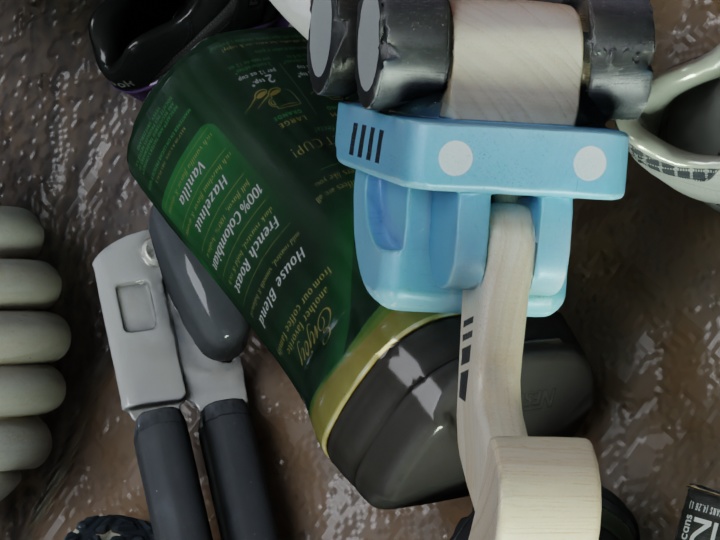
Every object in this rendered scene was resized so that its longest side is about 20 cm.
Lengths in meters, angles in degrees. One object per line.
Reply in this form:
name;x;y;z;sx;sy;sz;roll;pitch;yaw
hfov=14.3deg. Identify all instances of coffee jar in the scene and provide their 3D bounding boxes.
coffee jar;0.000;0.000;1.105;0.200;0.104;0.085;54;128;30

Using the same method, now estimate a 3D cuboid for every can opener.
can opener;-0.064;0.065;1.148;0.053;0.067;0.201;-8;65;-14

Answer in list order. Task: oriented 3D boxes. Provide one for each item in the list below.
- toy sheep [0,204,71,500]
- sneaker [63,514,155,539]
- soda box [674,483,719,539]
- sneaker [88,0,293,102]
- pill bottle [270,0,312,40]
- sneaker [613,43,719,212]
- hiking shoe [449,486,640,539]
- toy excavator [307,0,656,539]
toy sheep;-0.187;0.036;1.207;0.137;0.138;0.201;0;92;33
sneaker;-0.103;0.196;1.151;0.086;0.077;0.201;126;146;-51
soda box;0.200;0.132;0.971;0.199;0.063;0.071;14;89;35
sneaker;-0.041;-0.155;1.174;0.076;0.087;0.201;31;97;34
pill bottle;0.055;-0.165;1.100;0.200;0.109;0.110;-48;59;16
sneaker;0.188;-0.063;1.010;0.199;0.080;0.077;-16;70;28
hiking shoe;0.019;0.158;1.056;0.200;0.076;0.101;-41;21;20
toy excavator;0.045;-0.001;0.996;0.194;0.099;0.201;-151;63;-74
